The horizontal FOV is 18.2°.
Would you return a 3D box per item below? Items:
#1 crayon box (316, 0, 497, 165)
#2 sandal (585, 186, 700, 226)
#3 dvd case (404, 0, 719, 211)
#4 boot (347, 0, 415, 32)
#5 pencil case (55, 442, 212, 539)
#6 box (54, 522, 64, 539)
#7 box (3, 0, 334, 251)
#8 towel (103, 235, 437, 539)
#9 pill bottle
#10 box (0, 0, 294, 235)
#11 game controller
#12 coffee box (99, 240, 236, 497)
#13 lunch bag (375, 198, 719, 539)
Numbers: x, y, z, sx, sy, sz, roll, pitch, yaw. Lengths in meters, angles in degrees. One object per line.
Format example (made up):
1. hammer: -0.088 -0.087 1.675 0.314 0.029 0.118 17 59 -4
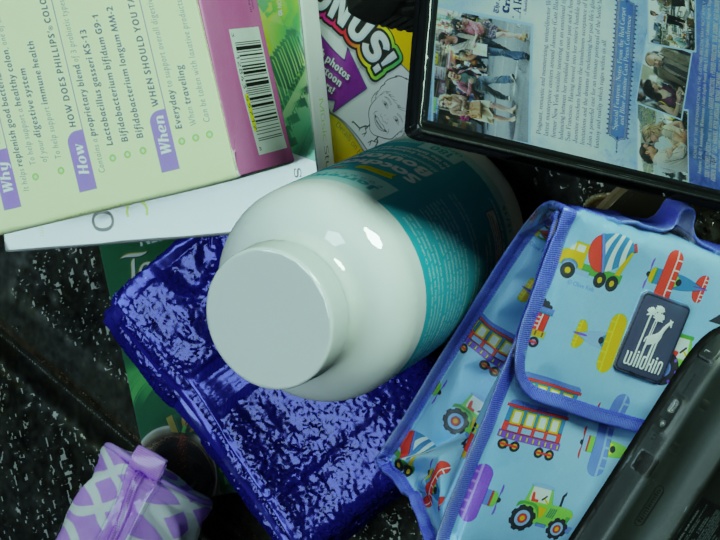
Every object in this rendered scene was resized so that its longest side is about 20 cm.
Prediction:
1. crayon box: 0.008 -0.140 1.274 0.200 0.058 0.173 43 119 25
2. sandal: 0.110 0.010 1.209 0.070 0.077 0.213 54 136 42
3. dvd case: 0.116 -0.113 1.093 0.018 0.199 0.144 -20 62 62
4. boot: 0.081 -0.195 1.140 0.077 0.199 0.139 -10 85 62
5. pencil case: -0.164 0.201 1.336 0.084 0.086 0.201 24 82 19
6. box: -0.130 0.264 1.379 0.199 0.049 0.160 17 73 26
7. box: -0.115 -0.089 1.274 0.199 0.036 0.145 -5 96 16
8. towel: -0.044 0.057 1.304 0.148 0.050 0.200 -41 82 13
9. pill bottle: 0.000 0.000 1.145 0.110 0.200 0.112 7 106 25
10. box: -0.158 -0.118 1.216 0.199 0.097 0.177 -12 94 17
11. game controller: 0.160 0.125 1.135 0.042 0.104 0.201 37 96 44
12. coffee box: -0.095 0.038 1.385 0.122 0.044 0.201 -12 89 38
13. lunch bag: 0.123 0.052 1.151 0.201 0.150 0.094 -66 27 17
